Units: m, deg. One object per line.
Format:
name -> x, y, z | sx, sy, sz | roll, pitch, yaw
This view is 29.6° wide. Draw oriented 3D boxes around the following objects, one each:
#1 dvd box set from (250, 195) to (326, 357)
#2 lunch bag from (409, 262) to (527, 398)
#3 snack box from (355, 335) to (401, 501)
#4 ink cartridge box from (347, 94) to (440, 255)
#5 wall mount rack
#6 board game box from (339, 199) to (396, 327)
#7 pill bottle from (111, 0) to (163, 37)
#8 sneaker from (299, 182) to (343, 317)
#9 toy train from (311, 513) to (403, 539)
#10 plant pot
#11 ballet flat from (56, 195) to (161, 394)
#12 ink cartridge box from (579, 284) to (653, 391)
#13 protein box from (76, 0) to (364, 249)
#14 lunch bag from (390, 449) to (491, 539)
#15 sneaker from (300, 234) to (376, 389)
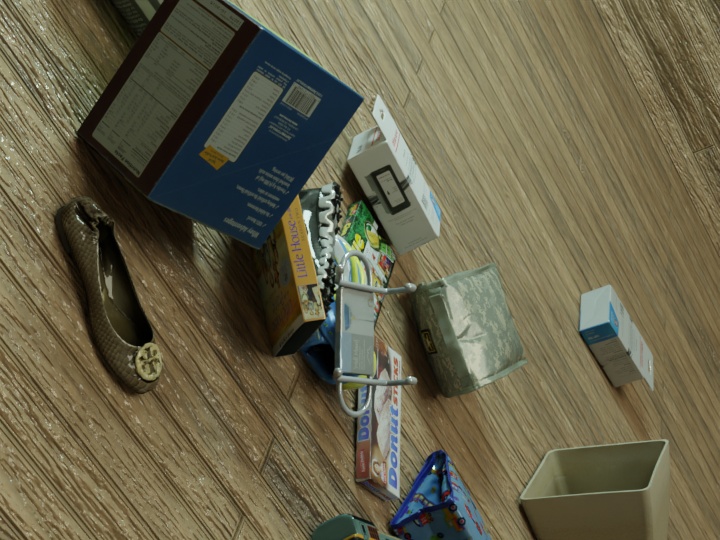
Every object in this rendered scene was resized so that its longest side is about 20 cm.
dvd box set -> -0.090, -0.016, 1.543 | 0.029, 0.146, 0.201 | -8, 74, -19
lunch bag -> 0.146, 0.086, 1.941 | 0.200, 0.117, 0.165 | -11, 82, -69
snack box -> 0.024, 0.184, 1.720 | 0.072, 0.024, 0.201 | 41, 41, -46
ink cartridge box -> 0.040, -0.137, 1.932 | 0.201, 0.068, 0.116 | 61, 14, -17
wall mount rack -> 0.000, 0.068, 1.586 | 0.173, 0.074, 0.201 | 12, 75, -52
board game box -> 0.000, 0.000, 1.827 | 0.105, 0.023, 0.200 | 55, 29, -24
pill bottle -> -0.223, -0.319, 1.516 | 0.200, 0.113, 0.113 | 56, 29, -27
sneaker -> -0.072, -0.020, 1.632 | 0.067, 0.090, 0.201 | 81, 11, -54
toy train -> 0.021, 0.346, 1.548 | 0.200, 0.085, 0.114 | 32, 35, -52
plant pot -> 0.382, 0.389, 2.115 | 0.200, 0.199, 0.178 | -34, 113, -64
ballet flat -> -0.235, 0.022, 1.314 | 0.067, 0.046, 0.201 | -21, 90, -64
ink cartridge box -> 0.500, 0.143, 2.656 | 0.200, 0.066, 0.116 | 55, 29, -27
protein box -> -0.142, -0.160, 1.412 | 0.135, 0.200, 0.198 | 40, 8, 33
lunch bag -> 0.126, 0.330, 1.770 | 0.151, 0.094, 0.200 | 61, 17, -10
sneaker -> -0.036, 0.048, 1.657 | 0.105, 0.075, 0.201 | -4, 76, -63
